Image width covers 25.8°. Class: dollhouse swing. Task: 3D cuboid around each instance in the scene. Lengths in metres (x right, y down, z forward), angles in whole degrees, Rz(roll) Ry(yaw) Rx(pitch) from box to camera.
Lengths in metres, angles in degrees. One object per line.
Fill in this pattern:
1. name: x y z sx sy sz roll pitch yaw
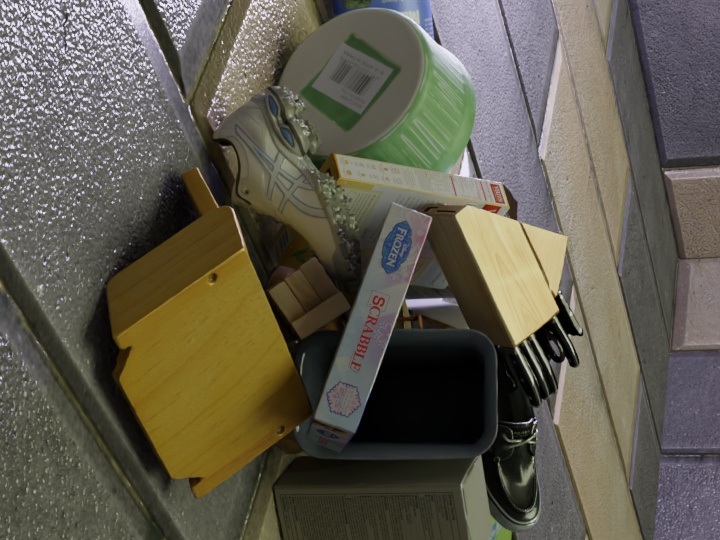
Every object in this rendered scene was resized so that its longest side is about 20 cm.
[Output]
1. dollhouse swing: -0.152 0.043 1.357 0.182 0.176 0.200 -35 133 -17

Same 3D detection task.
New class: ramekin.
1. ramekin: 0.009 -0.171 1.609 0.098 0.200 0.200 42 48 -53

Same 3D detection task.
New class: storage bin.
1. storage bin: 0.042 0.122 1.577 0.134 0.199 0.146 51 39 -76

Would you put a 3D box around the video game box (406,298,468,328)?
1. video game box: 0.084 0.121 1.801 0.047 0.200 0.183 -24 114 -28

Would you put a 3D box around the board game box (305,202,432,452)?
1. board game box: 0.005 0.058 1.422 0.200 0.041 0.200 111 -1 -79

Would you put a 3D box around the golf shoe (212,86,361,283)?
1. golf shoe: -0.067 -0.067 1.454 0.200 0.097 0.078 65 9 14

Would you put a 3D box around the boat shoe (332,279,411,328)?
1. boat shoe: 0.002 -0.001 1.675 0.063 0.073 0.201 79 -4 -76

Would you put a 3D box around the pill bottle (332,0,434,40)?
1. pill bottle: 0.029 -0.260 1.789 0.112 0.112 0.201 -33 118 -68

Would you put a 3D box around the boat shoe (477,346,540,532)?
1. boat shoe: 0.150 0.170 1.636 0.071 0.072 0.200 -43 -122 58

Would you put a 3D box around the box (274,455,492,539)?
1. box: 0.024 0.240 1.576 0.078 0.199 0.095 -45 130 -64

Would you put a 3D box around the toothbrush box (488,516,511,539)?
1. toothbrush box: 0.090 0.261 1.753 0.086 0.145 0.200 -49 151 -32

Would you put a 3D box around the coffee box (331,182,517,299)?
1. coffee box: 0.070 -0.029 1.743 0.080 0.199 0.113 35 54 -66

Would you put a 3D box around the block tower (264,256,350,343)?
1. block tower: -0.057 0.030 1.449 0.058 0.054 0.200 56 -9 -2

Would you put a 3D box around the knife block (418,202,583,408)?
1. knife block: 0.136 0.038 1.554 0.200 0.064 0.176 15 83 -35

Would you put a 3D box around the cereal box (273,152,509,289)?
1. cereal box: 0.031 -0.047 1.584 0.200 0.144 0.040 8 49 -29

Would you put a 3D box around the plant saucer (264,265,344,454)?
1. plant saucer: -0.053 0.089 1.625 0.200 0.035 0.201 -2 90 -70
